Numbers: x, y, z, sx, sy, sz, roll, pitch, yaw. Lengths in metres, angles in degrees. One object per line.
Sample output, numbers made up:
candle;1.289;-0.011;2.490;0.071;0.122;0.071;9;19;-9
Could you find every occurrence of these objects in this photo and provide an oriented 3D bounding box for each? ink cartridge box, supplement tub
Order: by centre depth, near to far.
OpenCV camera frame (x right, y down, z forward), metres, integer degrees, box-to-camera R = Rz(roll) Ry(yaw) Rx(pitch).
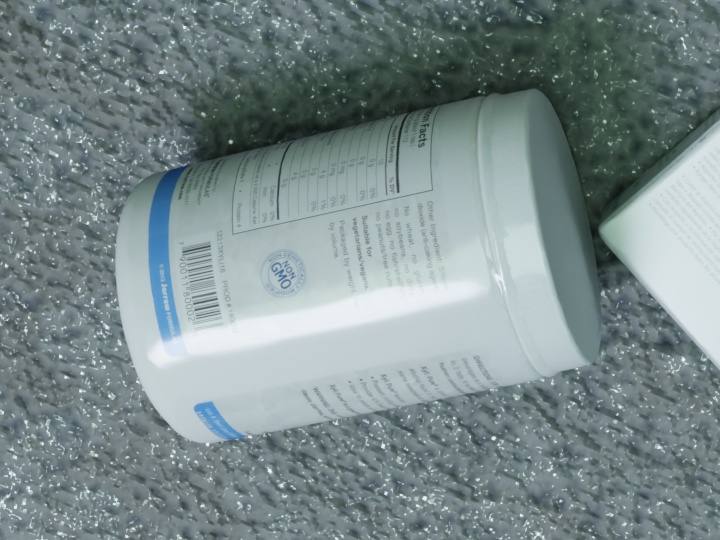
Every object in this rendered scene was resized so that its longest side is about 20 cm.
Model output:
ink cartridge box;0.236;-0.004;0.958;0.173;0.044;0.200;-41;94;20
supplement tub;0.000;0.000;0.967;0.198;0.132;0.133;-11;105;16
